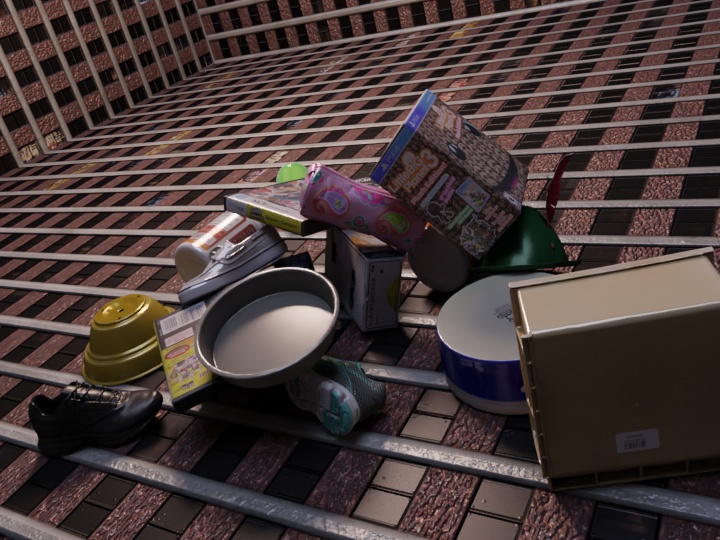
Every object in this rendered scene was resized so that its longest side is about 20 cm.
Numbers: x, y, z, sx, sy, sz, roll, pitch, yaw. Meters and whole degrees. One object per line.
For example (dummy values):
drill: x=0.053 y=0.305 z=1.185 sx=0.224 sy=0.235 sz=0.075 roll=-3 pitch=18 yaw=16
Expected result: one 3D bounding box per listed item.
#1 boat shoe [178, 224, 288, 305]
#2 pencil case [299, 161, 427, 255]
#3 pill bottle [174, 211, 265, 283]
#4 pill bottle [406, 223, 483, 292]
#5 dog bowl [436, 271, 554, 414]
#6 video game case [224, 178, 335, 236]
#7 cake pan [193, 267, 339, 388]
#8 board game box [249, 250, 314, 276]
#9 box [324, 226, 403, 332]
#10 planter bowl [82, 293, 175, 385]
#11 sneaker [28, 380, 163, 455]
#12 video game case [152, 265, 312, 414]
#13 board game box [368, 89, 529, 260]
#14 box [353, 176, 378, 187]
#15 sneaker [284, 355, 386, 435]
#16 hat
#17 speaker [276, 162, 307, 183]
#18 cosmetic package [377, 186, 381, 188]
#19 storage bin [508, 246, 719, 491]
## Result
boat shoe: x=-0.203 y=-0.015 z=1.080 sx=0.198 sy=0.067 sz=0.072 roll=-32 pitch=1 yaw=-28
pencil case: x=0.007 y=-0.092 z=1.021 sx=0.196 sy=0.089 sz=0.088 roll=18 pitch=27 yaw=-9
pill bottle: x=-0.254 y=-0.048 z=1.348 sx=0.110 sy=0.114 sz=0.200 roll=5 pitch=34 yaw=35
pill bottle: x=0.169 y=-0.063 z=1.139 sx=0.111 sy=0.115 sz=0.200 roll=7 pitch=36 yaw=37
dog bowl: x=0.197 y=0.086 z=0.890 sx=0.195 sy=0.080 sz=0.201 roll=-13 pitch=28 yaw=7
video game case: x=-0.094 y=-0.110 z=1.152 sx=0.178 sy=0.026 sz=0.198 roll=19 pitch=26 yaw=34
cake pan: x=-0.118 y=0.075 z=0.910 sx=0.195 sy=0.037 sz=0.202 roll=-10 pitch=38 yaw=8
board game box: x=-0.168 y=0.057 z=1.079 sx=0.194 sy=0.044 sz=0.201 roll=-16 pitch=29 yaw=4
box: x=0.000 y=0.000 z=1.107 sx=0.059 sy=0.120 sz=0.200 roll=-4 pitch=22 yaw=-19
planter bowl: x=-0.394 y=0.099 z=1.187 sx=0.195 sy=0.085 sz=0.202 roll=-13 pitch=28 yaw=7
sneaker: x=-0.380 y=0.198 z=0.991 sx=0.195 sy=0.093 sz=0.076 roll=-15 pitch=25 yaw=1
video game case: x=-0.182 y=0.088 z=0.969 sx=0.196 sy=0.026 sz=0.181 roll=-25 pitch=39 yaw=-10
board game box: x=0.132 y=-0.142 z=1.007 sx=0.097 sy=0.198 sz=0.160 roll=-51 pitch=6 yaw=34
box: x=0.046 y=-0.148 z=1.437 sx=0.195 sy=0.044 sz=0.161 roll=-6 pitch=29 yaw=19
sneaker: x=-0.038 y=0.150 z=0.932 sx=0.090 sy=0.080 sz=0.199 roll=-13 pitch=26 yaw=-31
hat: x=0.238 y=-0.091 z=1.028 sx=0.161 sy=0.181 sz=0.200 roll=-3 pitch=-1 yaw=16
speaker: x=-0.142 y=-0.174 z=1.544 sx=0.086 sy=0.090 sz=0.201 roll=-16 pitch=27 yaw=-1
cosmetic package: x=0.107 y=-0.151 z=1.247 sx=0.199 sy=0.103 sz=0.088 roll=-39 pitch=9 yaw=37
storage bin: x=0.262 y=0.105 z=0.689 sx=0.195 sy=0.203 sz=0.094 roll=-10 pitch=26 yaw=10
